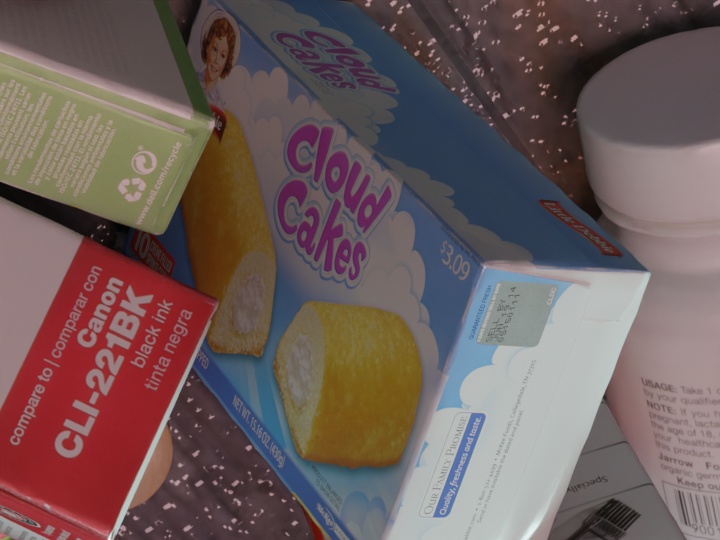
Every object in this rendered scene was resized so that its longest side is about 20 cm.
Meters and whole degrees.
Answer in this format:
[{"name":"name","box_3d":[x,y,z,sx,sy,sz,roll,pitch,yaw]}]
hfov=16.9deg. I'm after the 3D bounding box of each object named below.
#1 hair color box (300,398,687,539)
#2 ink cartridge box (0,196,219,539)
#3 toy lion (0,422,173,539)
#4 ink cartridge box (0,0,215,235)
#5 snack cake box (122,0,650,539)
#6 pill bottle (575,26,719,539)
[{"name":"hair color box","box_3d":[0.037,0.081,0.854,0.111,0.200,0.064,-18,122,-4]},{"name":"ink cartridge box","box_3d":[-0.157,0.013,0.764,0.199,0.144,0.084,25,77,-6]},{"name":"toy lion","box_3d":[-0.196,0.065,0.870,0.192,0.069,0.200,41,97,-18]},{"name":"ink cartridge box","box_3d":[-0.150,-0.092,0.748,0.199,0.146,0.048,19,112,-22]},{"name":"snack cake box","box_3d":[0.000,0.000,0.800,0.067,0.200,0.115,2,117,-33]},{"name":"pill bottle","box_3d":[0.142,0.018,0.899,0.114,0.114,0.201,-19,120,-4]}]
